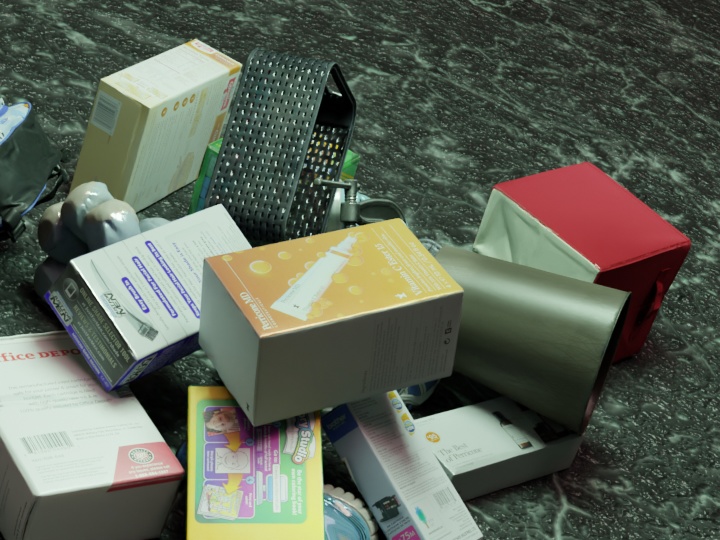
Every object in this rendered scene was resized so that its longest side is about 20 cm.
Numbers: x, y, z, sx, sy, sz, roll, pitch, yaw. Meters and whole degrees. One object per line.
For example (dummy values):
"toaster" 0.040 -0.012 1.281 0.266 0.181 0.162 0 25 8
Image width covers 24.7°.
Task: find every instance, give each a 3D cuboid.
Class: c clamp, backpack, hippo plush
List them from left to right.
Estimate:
"backpack" -0.407 -0.087 1.618 0.155 0.189 0.200 57 15 -14
"hippo plush" -0.213 -0.008 1.643 0.160 0.160 0.200 -12 43 -42
"c clamp" 0.000 0.000 1.745 0.027 0.202 0.170 1 5 34

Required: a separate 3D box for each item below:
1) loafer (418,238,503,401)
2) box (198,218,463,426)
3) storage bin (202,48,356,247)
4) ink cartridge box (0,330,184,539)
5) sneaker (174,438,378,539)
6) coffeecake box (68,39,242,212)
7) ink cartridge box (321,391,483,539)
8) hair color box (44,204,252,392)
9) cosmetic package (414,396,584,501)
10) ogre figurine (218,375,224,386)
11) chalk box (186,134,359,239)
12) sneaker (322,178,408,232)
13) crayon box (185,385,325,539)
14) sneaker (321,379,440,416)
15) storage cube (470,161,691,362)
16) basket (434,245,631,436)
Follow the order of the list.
"loafer" 0.107 0.059 1.786 0.201 0.072 0.063 58 2 12
"box" -0.027 0.042 1.445 0.198 0.098 0.125 -13 39 -25
"storage bin" -0.081 -0.112 1.702 0.093 0.202 0.135 11 -15 15
"ink cartridge box" -0.266 0.148 1.435 0.145 0.085 0.200 -4 40 -37
"sneaker" -0.083 0.208 1.462 0.199 0.079 0.090 27 36 14
"coffeecake box" -0.233 -0.163 1.885 0.073 0.155 0.200 30 31 15
"ink cartridge box" 0.031 0.179 1.508 0.201 0.042 0.119 61 22 9
"hair color box" -0.178 0.022 1.508 0.199 0.065 0.110 -24 74 -49
"cosmetic package" 0.131 0.177 1.671 0.199 0.051 0.082 -10 41 -42
"ogre figurine" -0.064 0.089 1.589 0.198 0.098 0.121 -11 46 17
"chalk box" -0.112 -0.079 1.856 0.124 0.125 0.200 30 31 16
"sneaker" 0.010 -0.059 1.847 0.081 0.075 0.200 -6 -13 11
"crayon box" -0.091 0.197 1.403 0.117 0.059 0.202 2 55 -6
"sneaker" 0.020 0.099 1.701 0.199 0.078 0.076 -10 40 -46
"storage cube" 0.238 0.001 1.903 0.179 0.172 0.200 -16 46 -44
"basket" 0.158 0.062 1.678 0.198 0.181 0.137 21 54 13
